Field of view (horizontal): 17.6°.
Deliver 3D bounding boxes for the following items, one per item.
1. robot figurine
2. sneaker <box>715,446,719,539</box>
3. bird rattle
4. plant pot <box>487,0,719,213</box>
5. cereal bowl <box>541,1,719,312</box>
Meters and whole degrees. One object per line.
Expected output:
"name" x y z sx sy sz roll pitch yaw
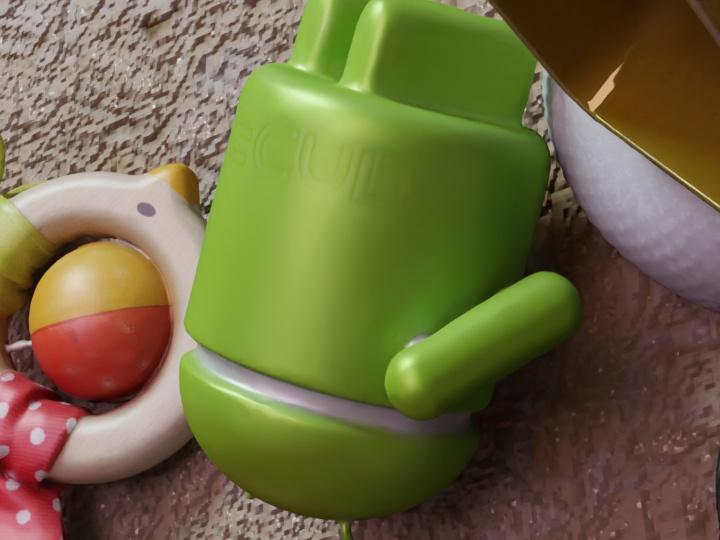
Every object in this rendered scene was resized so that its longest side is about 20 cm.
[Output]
"robot figurine" 0.000 0.000 0.845 0.175 0.116 0.200 26 104 58
"sneaker" 0.133 0.116 0.716 0.060 0.104 0.200 -27 55 26
"bird rattle" -0.130 0.032 0.960 0.163 0.113 0.200 -15 67 14
"plant pot" 0.129 -0.123 0.648 0.176 0.200 0.200 -47 43 0
"cereal bowl" 0.145 -0.086 0.804 0.200 0.083 0.200 -14 64 31
